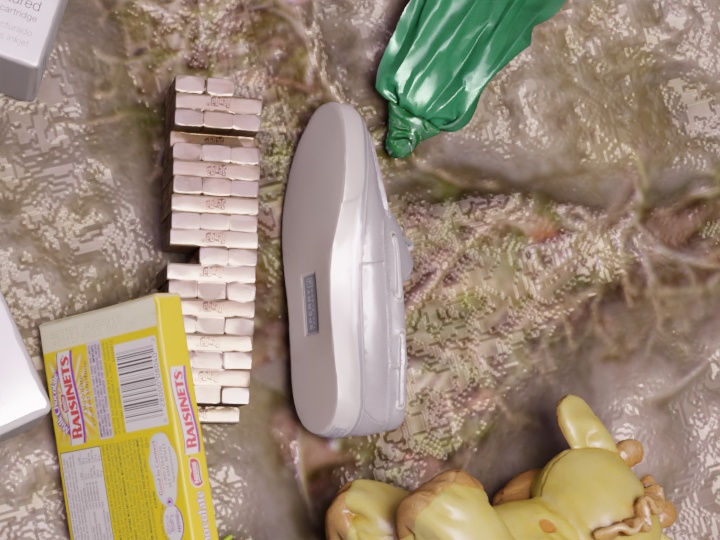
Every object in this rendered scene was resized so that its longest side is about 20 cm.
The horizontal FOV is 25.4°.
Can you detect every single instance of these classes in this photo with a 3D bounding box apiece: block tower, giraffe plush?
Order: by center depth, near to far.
[{"bbox_3d":[0.103,0.161,0.928,0.162,0.199,0.173,-39,125,-39],"label":"giraffe plush"},{"bbox_3d":[-0.091,-0.011,0.947,0.054,0.058,0.201,3,83,-13],"label":"block tower"}]

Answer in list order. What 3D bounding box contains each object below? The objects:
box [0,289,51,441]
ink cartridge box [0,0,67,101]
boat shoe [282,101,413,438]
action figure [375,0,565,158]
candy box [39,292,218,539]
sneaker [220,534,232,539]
[{"bbox_3d":[-0.255,0.010,0.852,0.106,0.152,0.201,-24,88,-16],"label":"box"},{"bbox_3d":[-0.227,-0.221,0.927,0.144,0.084,0.201,18,78,-11],"label":"ink cartridge box"},{"bbox_3d":[0.000,0.000,0.966,0.068,0.072,0.201,5,73,-35],"label":"boat shoe"},{"bbox_3d":[0.066,-0.159,1.008,0.118,0.055,0.201,30,83,-10],"label":"action figure"},{"bbox_3d":[-0.127,0.120,0.900,0.026,0.102,0.201,-3,82,-49],"label":"candy box"},{"bbox_3d":[-0.028,0.233,0.927,0.072,0.083,0.201,-37,117,-35],"label":"sneaker"}]
